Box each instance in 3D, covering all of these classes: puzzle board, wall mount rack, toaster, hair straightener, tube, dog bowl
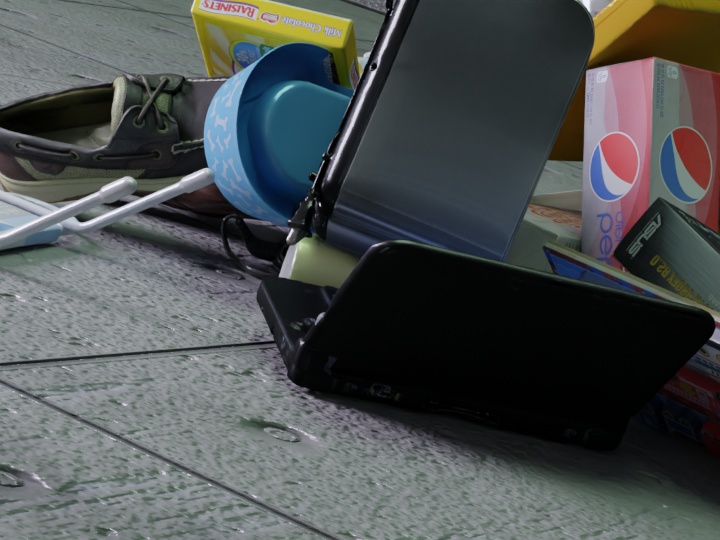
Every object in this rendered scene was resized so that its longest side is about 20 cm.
[{"bbox_3d":[0.195,0.066,1.349,0.200,0.017,0.151,25,-25,41],"label":"puzzle board"},{"bbox_3d":[-0.192,-0.048,1.398,0.173,0.075,0.200,20,12,16],"label":"wall mount rack"},{"bbox_3d":[0.047,-0.079,1.365,0.118,0.200,0.181,23,-4,2],"label":"toaster"},{"bbox_3d":[0.000,0.000,1.539,0.199,0.041,0.077,19,10,12],"label":"hair straightener"},{"bbox_3d":[0.049,0.027,1.458,0.199,0.052,0.058,16,27,-8],"label":"tube"},{"bbox_3d":[-0.014,-0.070,1.492,0.200,0.112,0.050,18,-16,-40],"label":"dog bowl"}]

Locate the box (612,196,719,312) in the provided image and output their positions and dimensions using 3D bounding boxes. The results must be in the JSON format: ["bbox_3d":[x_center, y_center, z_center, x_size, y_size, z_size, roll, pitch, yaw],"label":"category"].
[{"bbox_3d":[0.264,0.047,1.457,0.200,0.048,0.158,26,18,-44],"label":"box"}]

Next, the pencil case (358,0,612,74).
[{"bbox_3d":[0.087,-0.144,1.666,0.083,0.200,0.091,63,2,-51],"label":"pencil case"}]

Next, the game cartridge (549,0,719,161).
[{"bbox_3d":[0.190,-0.135,1.643,0.200,0.176,0.033,0,57,-50],"label":"game cartridge"}]

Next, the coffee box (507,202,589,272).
[{"bbox_3d":[0.161,0.008,1.641,0.200,0.080,0.114,8,13,-38],"label":"coffee box"}]

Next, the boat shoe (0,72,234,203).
[{"bbox_3d":[-0.143,-0.091,1.516,0.200,0.072,0.066,-10,-38,12],"label":"boat shoe"}]

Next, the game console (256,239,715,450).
[{"bbox_3d":[0.064,0.020,1.314,0.199,0.117,0.176,14,20,-19],"label":"game console"}]

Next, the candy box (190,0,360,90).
[{"bbox_3d":[-0.050,-0.123,1.570,0.102,0.026,0.200,16,-19,10],"label":"candy box"}]

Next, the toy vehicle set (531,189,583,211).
[{"bbox_3d":[0.160,-0.041,1.818,0.200,0.027,0.124,-6,-4,31],"label":"toy vehicle set"}]

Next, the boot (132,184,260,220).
[{"bbox_3d":[-0.110,-0.069,1.581,0.186,0.064,0.200,12,1,-34],"label":"boot"}]

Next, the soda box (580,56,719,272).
[{"bbox_3d":[0.186,-0.031,1.540,0.070,0.201,0.063,8,-9,-39],"label":"soda box"}]
